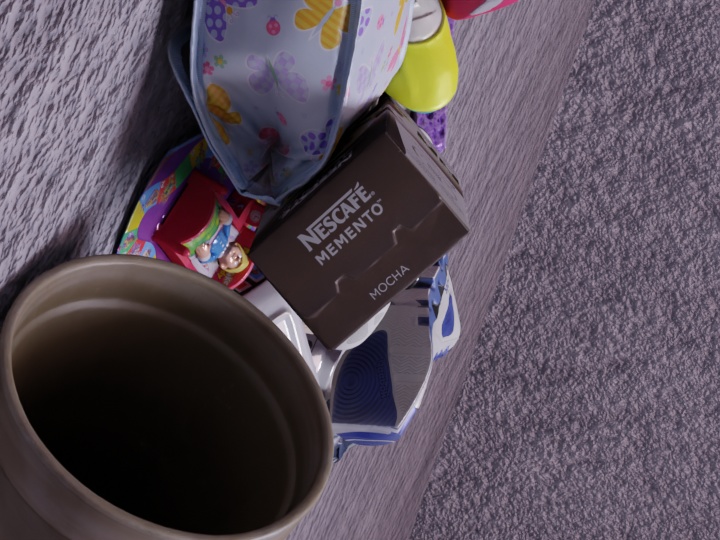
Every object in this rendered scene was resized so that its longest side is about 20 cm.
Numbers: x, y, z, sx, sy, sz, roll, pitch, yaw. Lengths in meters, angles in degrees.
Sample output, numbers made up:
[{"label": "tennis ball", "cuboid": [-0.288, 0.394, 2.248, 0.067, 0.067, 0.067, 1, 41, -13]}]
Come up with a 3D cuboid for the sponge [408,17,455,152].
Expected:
[{"label": "sponge", "cuboid": [0.031, -0.121, 1.470, 0.200, 0.030, 0.113, 136, -41, -68]}]

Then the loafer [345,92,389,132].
[{"label": "loafer", "cuboid": [0.014, -0.134, 1.287, 0.201, 0.063, 0.072, -62, 158, -6]}]

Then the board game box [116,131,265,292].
[{"label": "board game box", "cuboid": [-0.095, -0.024, 1.233, 0.200, 0.039, 0.159, -38, 150, -53]}]

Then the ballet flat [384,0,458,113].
[{"label": "ballet flat", "cuboid": [0.016, -0.202, 1.230, 0.067, 0.066, 0.201, 99, -25, -65]}]

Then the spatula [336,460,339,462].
[{"label": "spatula", "cuboid": [-0.010, 0.100, 1.578, 0.201, 0.020, 0.057, 102, 11, -47]}]

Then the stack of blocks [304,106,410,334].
[{"label": "stack of blocks", "cuboid": [-0.017, -0.052, 1.442, 0.115, 0.058, 0.202, -123, -137, -70]}]

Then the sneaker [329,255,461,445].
[{"label": "sneaker", "cuboid": [0.043, 0.060, 1.524, 0.115, 0.080, 0.201, 59, 42, -58]}]

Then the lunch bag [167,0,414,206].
[{"label": "lunch bag", "cuboid": [-0.036, -0.157, 1.121, 0.170, 0.126, 0.201, -55, 154, -61]}]

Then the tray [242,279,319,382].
[{"label": "tray", "cuboid": [-0.105, 0.092, 1.264, 0.199, 0.022, 0.108, -34, 124, -32]}]

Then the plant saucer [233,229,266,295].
[{"label": "plant saucer", "cuboid": [-0.075, 0.052, 1.404, 0.200, 0.036, 0.202, -170, -90, -79]}]

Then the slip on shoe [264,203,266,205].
[{"label": "slip on shoe", "cuboid": [-0.047, -0.119, 1.328, 0.074, 0.061, 0.201, -41, 153, -73]}]

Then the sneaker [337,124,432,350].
[{"label": "sneaker", "cuboid": [0.000, 0.000, 1.328, 0.116, 0.075, 0.202, -84, -170, -54]}]

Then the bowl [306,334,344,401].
[{"label": "bowl", "cuboid": [-0.057, 0.066, 1.591, 0.201, 0.094, 0.202, 22, 90, -80]}]

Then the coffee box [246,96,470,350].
[{"label": "coffee box", "cuboid": [0.000, -0.036, 1.152, 0.113, 0.080, 0.200, -40, -172, 8]}]

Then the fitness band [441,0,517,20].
[{"label": "fitness band", "cuboid": [0.066, -0.238, 1.181, 0.200, 0.037, 0.145, 179, -106, -79]}]

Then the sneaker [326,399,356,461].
[{"label": "sneaker", "cuboid": [-0.062, 0.175, 1.534, 0.199, 0.082, 0.070, -26, 148, -10]}]

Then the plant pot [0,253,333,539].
[{"label": "plant pot", "cuboid": [-0.140, 0.120, 1.050, 0.174, 0.199, 0.200, -54, 180, 38]}]
